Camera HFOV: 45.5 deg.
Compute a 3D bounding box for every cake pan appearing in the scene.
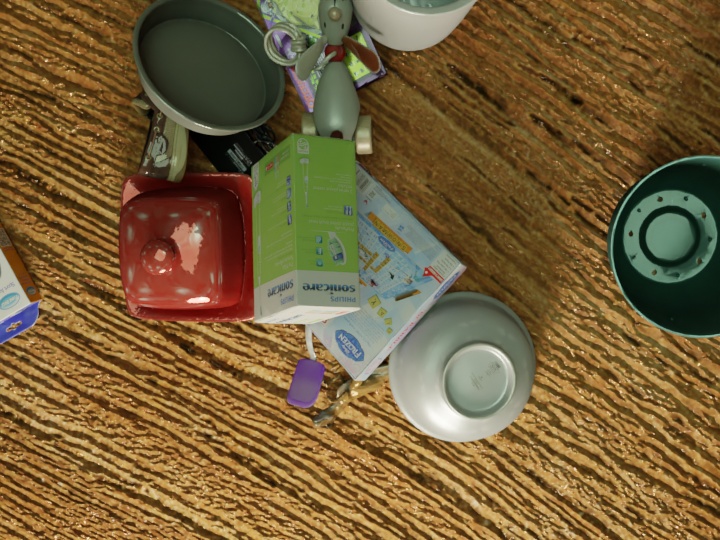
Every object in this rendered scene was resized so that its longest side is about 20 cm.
[{"bbox_3d":[-0.191,-0.253,1.078,0.201,0.200,0.037,49,142,-1],"label":"cake pan"}]

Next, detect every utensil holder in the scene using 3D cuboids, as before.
[{"bbox_3d":[0.067,-0.357,0.998,0.167,0.200,0.173,0,92,-2],"label":"utensil holder"}]

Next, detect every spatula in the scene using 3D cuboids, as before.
[{"bbox_3d":[-0.066,0.083,1.160,0.056,0.020,0.203,8,94,42],"label":"spatula"}]

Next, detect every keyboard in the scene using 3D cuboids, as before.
[{"bbox_3d":[-0.149,-0.160,1.151,0.104,0.040,0.201,-38,92,33],"label":"keyboard"}]

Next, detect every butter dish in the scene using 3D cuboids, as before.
[{"bbox_3d":[-0.239,-0.025,1.111,0.197,0.148,0.203,1,97,10],"label":"butter dish"}]

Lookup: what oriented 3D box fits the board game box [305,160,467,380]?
[{"bbox_3d":[0.000,0.000,1.107,0.200,0.041,0.200,-47,70,8],"label":"board game box"}]

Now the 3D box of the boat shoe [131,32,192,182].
[{"bbox_3d":[-0.259,-0.216,1.109,0.071,0.072,0.203,4,84,-20],"label":"boat shoe"}]

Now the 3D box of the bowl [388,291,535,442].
[{"bbox_3d":[0.140,0.132,1.091,0.198,0.090,0.204,-1,96,-7],"label":"bowl"}]

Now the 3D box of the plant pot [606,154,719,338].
[{"bbox_3d":[0.387,-0.035,1.026,0.198,0.161,0.204,1,97,7],"label":"plant pot"}]

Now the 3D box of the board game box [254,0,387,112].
[{"bbox_3d":[-0.059,-0.320,1.117,0.119,0.032,0.202,-25,93,6],"label":"board game box"}]

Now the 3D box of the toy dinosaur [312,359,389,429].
[{"bbox_3d":[0.014,0.141,1.157,0.198,0.061,0.107,-28,119,12],"label":"toy dinosaur"}]

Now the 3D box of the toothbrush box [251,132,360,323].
[{"bbox_3d":[-0.069,-0.044,1.033,0.085,0.145,0.203,4,78,-26],"label":"toothbrush box"}]

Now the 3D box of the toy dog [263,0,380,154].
[{"bbox_3d":[-0.034,-0.227,1.058,0.130,0.096,0.202,-21,109,6],"label":"toy dog"}]

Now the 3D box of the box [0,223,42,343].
[{"bbox_3d":[-0.538,0.004,1.209,0.118,0.041,0.202,-28,90,9],"label":"box"}]
